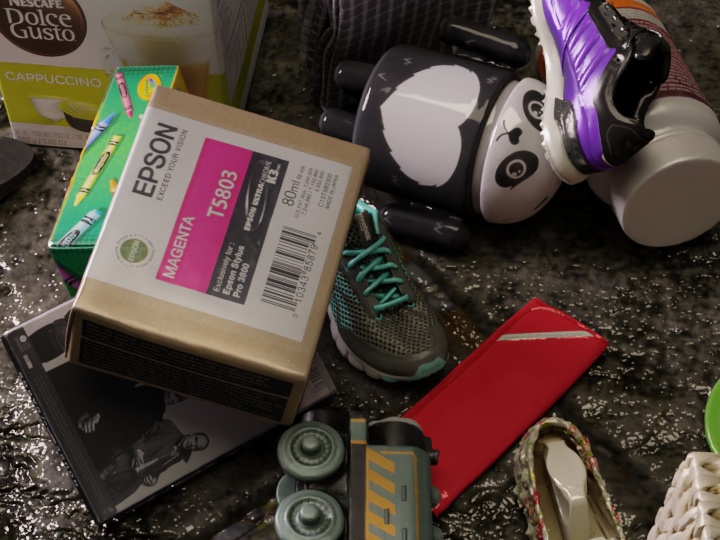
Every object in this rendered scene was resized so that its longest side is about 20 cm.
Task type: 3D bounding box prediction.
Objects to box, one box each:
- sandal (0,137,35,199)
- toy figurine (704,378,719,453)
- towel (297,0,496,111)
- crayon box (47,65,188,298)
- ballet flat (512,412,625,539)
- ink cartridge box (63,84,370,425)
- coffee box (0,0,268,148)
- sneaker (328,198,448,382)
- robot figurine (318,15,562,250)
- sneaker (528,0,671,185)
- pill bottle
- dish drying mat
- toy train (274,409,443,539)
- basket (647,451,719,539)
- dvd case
[{"bbox_3d":[-0.348,-0.055,1.323,0.075,0.045,0.200,25,54,23],"label":"sandal"},{"bbox_3d":[0.321,0.037,1.116,0.149,0.184,0.201,0,47,3],"label":"toy figurine"},{"bbox_3d":[0.033,-0.224,1.361,0.165,0.200,0.086,-25,65,-17],"label":"towel"},{"bbox_3d":[-0.173,-0.050,1.258,0.058,0.119,0.200,0,47,13],"label":"crayon box"},{"bbox_3d":[0.145,0.181,1.076,0.075,0.064,0.200,-13,49,-9],"label":"ballet flat"},{"bbox_3d":[-0.095,-0.013,1.116,0.164,0.075,0.201,16,57,-3],"label":"ink cartridge box"},{"bbox_3d":[-0.196,-0.240,1.380,0.199,0.198,0.201,4,48,7],"label":"coffee box"},{"bbox_3d":[0.000,0.000,1.226,0.077,0.091,0.200,-25,52,-18],"label":"sneaker"},{"bbox_3d":[0.070,-0.111,1.300,0.199,0.151,0.125,18,38,18],"label":"robot figurine"},{"bbox_3d":[0.190,-0.169,1.234,0.099,0.069,0.201,-19,63,37],"label":"sneaker"},{"bbox_3d":[0.223,-0.122,1.311,0.114,0.114,0.200,-11,48,-8],"label":"pill bottle"},{"bbox_3d":[0.093,0.095,1.185,0.077,0.018,0.200,34,58,28],"label":"dish drying mat"},{"bbox_3d":[-0.001,0.181,1.071,0.113,0.085,0.201,2,50,-3],"label":"toy train"},{"bbox_3d":[0.250,0.230,0.921,0.199,0.199,0.161,8,43,-8],"label":"basket"},{"bbox_3d":[-0.134,0.067,1.158,0.200,0.025,0.151,-28,93,-22],"label":"dvd case"}]
